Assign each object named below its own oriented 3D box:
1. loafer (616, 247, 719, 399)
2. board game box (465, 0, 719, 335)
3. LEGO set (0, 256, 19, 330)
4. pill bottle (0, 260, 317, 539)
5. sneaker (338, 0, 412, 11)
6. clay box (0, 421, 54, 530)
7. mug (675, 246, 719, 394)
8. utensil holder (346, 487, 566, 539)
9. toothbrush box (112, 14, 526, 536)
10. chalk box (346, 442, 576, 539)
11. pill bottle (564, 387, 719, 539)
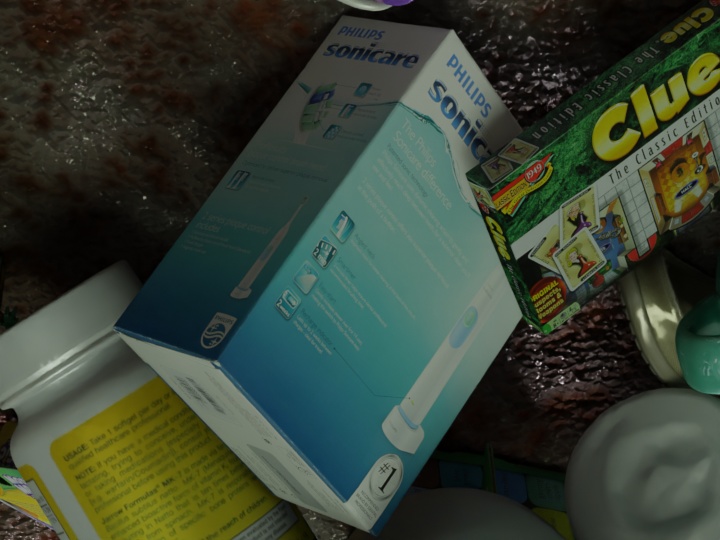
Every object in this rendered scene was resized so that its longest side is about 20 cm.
[{"bbox_3d":[0.208,0.040,1.137,0.068,0.076,0.200,-32,135,23],"label":"loafer"},{"bbox_3d":[0.148,-0.064,1.002,0.199,0.023,0.105,-37,130,-10],"label":"board game box"},{"bbox_3d":[-0.272,0.006,1.047,0.198,0.116,0.154,6,133,-9],"label":"LEGO set"},{"bbox_3d":[-0.109,0.104,1.065,0.114,0.114,0.201,-30,92,24],"label":"pill bottle"},{"bbox_3d":[0.043,-0.144,0.925,0.199,0.115,0.073,12,131,-15],"label":"sneaker"},{"bbox_3d":[-0.133,0.141,1.194,0.200,0.048,0.115,36,159,-30],"label":"clay box"},{"bbox_3d":[0.244,0.002,1.046,0.184,0.114,0.153,16,90,-24],"label":"mug"},{"bbox_3d":[0.058,0.205,1.047,0.168,0.200,0.172,0,93,-4],"label":"utensil holder"},{"bbox_3d":[0.000,0.000,0.999,0.085,0.201,0.147,16,154,47],"label":"toothbrush box"},{"bbox_3d":[0.061,0.191,1.234,0.123,0.125,0.201,11,133,-13],"label":"chalk box"},{"bbox_3d":[0.185,0.153,1.150,0.110,0.111,0.200,-15,150,11],"label":"pill bottle"}]
